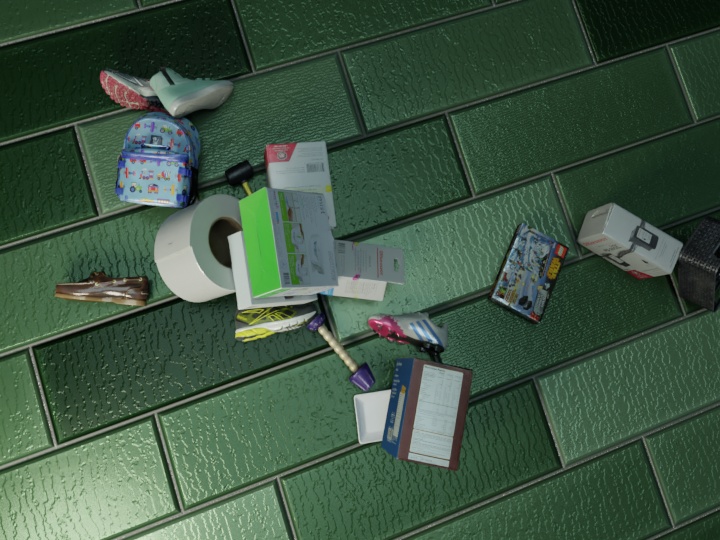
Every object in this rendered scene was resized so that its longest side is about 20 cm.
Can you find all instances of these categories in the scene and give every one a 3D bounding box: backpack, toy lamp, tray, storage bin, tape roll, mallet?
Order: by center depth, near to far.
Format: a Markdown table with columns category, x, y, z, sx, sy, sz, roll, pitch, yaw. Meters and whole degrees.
| category | x | y | z | sx | sy | sz | roll | pitch | yaw |
| --- | --- | --- | --- | --- | --- | --- | --- | --- | --- |
| tape roll | -0.320 | -0.045 | 1.410 | 0.200 | 0.137 | 0.209 | 17 | 66 | -45 |
| backpack | -0.442 | -0.247 | 1.452 | 0.177 | 0.135 | 0.207 | 9 | 95 | -6 |
| toy lamp | -0.040 | 0.188 | 1.506 | 0.058 | 0.058 | 0.201 | -38 | 88 | -11 |
| tray | 0.084 | 0.329 | 1.520 | 0.193 | 0.022 | 0.111 | -7 | 82 | -9 |
| mallet | -0.256 | -0.152 | 1.534 | 0.064 | 0.041 | 0.206 | -19 | 89 | -11 |
| storage bin | 0.836 | -0.014 | 1.575 | 0.093 | 0.201 | 0.136 | 31 | 74 | 39 |

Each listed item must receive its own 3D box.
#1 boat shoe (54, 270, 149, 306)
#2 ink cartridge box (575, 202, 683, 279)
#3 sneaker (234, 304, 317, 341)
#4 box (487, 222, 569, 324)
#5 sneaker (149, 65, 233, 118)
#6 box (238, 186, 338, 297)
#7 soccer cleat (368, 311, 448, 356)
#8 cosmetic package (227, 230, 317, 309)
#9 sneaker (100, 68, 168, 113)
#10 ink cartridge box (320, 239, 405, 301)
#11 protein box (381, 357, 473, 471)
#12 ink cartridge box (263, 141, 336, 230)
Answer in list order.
| category | x | y | z | sx | sy | sz | roll | pitch | yaw |
| --- | --- | --- | --- | --- | --- | --- | --- | --- | --- |
| boat shoe | -0.565 | 0.036 | 1.448 | 0.194 | 0.070 | 0.073 | 5 | 88 | -16 |
| ink cartridge box | 0.642 | -0.068 | 1.588 | 0.196 | 0.145 | 0.085 | 29 | 82 | -3 |
| sneaker | -0.193 | 0.097 | 1.488 | 0.194 | 0.075 | 0.087 | -13 | 79 | -12 |
| box | 0.409 | 0.007 | 1.600 | 0.134 | 0.040 | 0.204 | 26 | 80 | -2 |
| sneaker | -0.383 | -0.427 | 1.501 | 0.119 | 0.074 | 0.199 | 48 | 42 | 7 |
| box | -0.144 | -0.056 | 1.365 | 0.174 | 0.095 | 0.207 | -2 | 79 | -51 |
| soccer cleat | 0.114 | 0.129 | 1.536 | 0.195 | 0.070 | 0.088 | 21 | 64 | -7 |
| cosmetic package | -0.185 | -0.003 | 1.414 | 0.197 | 0.051 | 0.156 | -3 | 79 | -51 |
| sneaker | -0.499 | -0.413 | 1.517 | 0.195 | 0.080 | 0.077 | 19 | 63 | -19 |
| ink cartridge box | 0.000 | 0.000 | 1.505 | 0.193 | 0.069 | 0.117 | 7 | 47 | -6 |
| protein box | 0.139 | 0.301 | 1.419 | 0.131 | 0.199 | 0.207 | 12 | 81 | -6 |
| ink cartridge box | -0.142 | -0.183 | 1.522 | 0.141 | 0.083 | 0.207 | -5 | 82 | -16 |
